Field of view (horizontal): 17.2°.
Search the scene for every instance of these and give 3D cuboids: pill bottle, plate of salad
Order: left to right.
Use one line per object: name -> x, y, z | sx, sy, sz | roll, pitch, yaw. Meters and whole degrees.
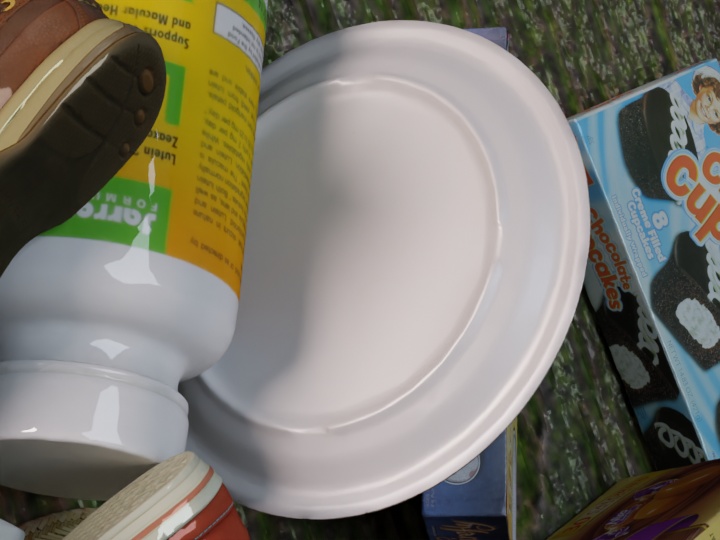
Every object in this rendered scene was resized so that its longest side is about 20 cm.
pill bottle -> -0.097, -0.022, 0.879 | 0.111, 0.111, 0.201 | 19, 65, -36
plate of salad -> 0.000, 0.000, 0.910 | 0.048, 0.199, 0.201 | 35, 54, -54

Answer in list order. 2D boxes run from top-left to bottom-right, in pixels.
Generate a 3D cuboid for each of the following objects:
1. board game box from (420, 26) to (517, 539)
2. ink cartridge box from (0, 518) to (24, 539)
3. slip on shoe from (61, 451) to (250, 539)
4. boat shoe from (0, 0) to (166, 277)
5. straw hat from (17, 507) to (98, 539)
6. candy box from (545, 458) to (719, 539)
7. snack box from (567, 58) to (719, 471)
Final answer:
board game box -> 0.047, 0.017, 0.988 | 0.034, 0.136, 0.201 | 0, 72, 5
ink cartridge box -> -0.195, 0.160, 0.717 | 0.083, 0.146, 0.201 | 32, 59, -29
slip on shoe -> -0.115, 0.145, 0.797 | 0.200, 0.074, 0.061 | -39, 99, -9
boat shoe -> -0.154, -0.021, 0.789 | 0.067, 0.072, 0.200 | 35, 68, 24
straw hat -> -0.070, 0.180, 0.862 | 0.201, 0.085, 0.202 | 13, 69, -37
candy box -> 0.105, 0.146, 1.002 | 0.200, 0.117, 0.057 | -30, 97, -41
snack box -> 0.163, 0.008, 1.145 | 0.116, 0.037, 0.201 | -25, 94, -43
